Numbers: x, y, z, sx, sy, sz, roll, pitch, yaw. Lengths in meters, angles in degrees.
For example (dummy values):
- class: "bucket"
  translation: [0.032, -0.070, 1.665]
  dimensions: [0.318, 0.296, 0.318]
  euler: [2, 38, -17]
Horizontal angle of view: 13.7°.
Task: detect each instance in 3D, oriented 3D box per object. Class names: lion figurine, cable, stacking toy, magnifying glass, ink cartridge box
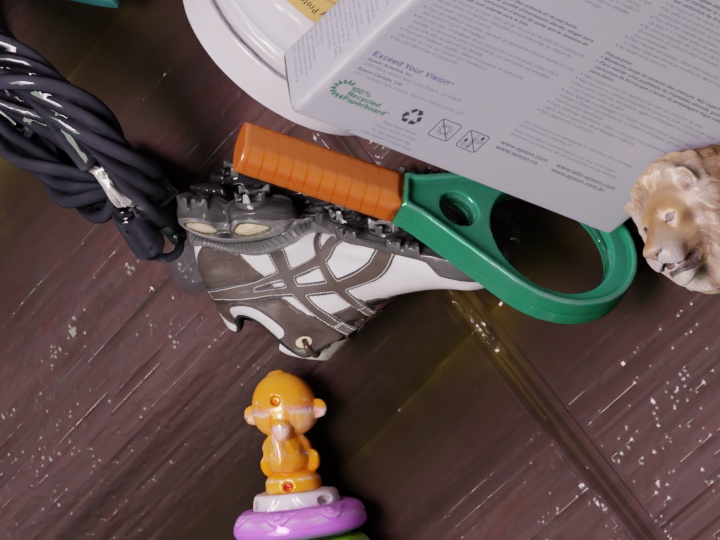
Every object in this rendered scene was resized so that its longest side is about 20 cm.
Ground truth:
- class: "lion figurine"
  translation: [0.219, -0.038, 1.317]
  dimensions: [0.200, 0.072, 0.123]
  euler: [-37, 86, 27]
- class: "cable"
  translation: [-0.172, -0.085, 1.528]
  dimensions: [0.051, 0.163, 0.200]
  euler: [-46, 58, -4]
- class: "stacking toy"
  translation: [-0.031, 0.151, 1.539]
  dimensions: [0.115, 0.110, 0.201]
  euler: [-7, 90, 20]
- class: "magnifying glass"
  translation: [0.037, -0.028, 1.390]
  dimensions: [0.199, 0.080, 0.022]
  euler: [16, 138, -14]
- class: "ink cartridge box"
  translation: [0.102, -0.108, 1.307]
  dimensions: [0.200, 0.196, 0.043]
  euler: [-41, 45, 34]

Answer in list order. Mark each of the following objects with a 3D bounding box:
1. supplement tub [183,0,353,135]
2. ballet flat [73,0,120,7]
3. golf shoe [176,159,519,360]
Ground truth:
- class: "supplement tub"
  translation: [0.019, -0.172, 1.363]
  dimensions: [0.145, 0.144, 0.200]
  euler: [48, 125, 12]
- class: "ballet flat"
  translation: [-0.194, -0.182, 1.567]
  dimensions: [0.199, 0.070, 0.066]
  euler: [12, 84, 28]
- class: "golf shoe"
  translation: [0.000, 0.000, 1.482]
  dimensions: [0.199, 0.078, 0.095]
  euler: [10, 117, 41]
